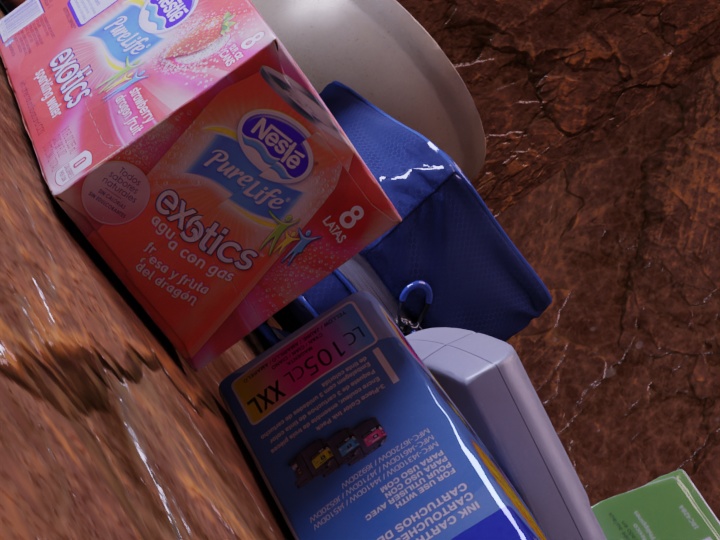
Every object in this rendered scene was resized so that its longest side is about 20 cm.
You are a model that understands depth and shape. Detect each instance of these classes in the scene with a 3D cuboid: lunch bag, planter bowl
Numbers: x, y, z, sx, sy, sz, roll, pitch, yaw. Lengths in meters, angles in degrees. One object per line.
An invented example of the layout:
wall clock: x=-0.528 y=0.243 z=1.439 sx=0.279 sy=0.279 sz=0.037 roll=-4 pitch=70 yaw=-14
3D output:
lunch bag: x=0.000 y=0.000 z=1.113 sx=0.136 sy=0.132 sz=0.200 roll=52 pitch=-6 yaw=-29
planter bowl: x=-0.039 y=-0.088 z=1.274 sx=0.200 sy=0.135 sz=0.200 roll=39 pitch=-20 yaw=17

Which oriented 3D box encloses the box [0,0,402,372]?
box: x=-0.072 y=-0.062 z=0.807 sx=0.095 sy=0.102 sz=0.200 roll=54 pitch=1 yaw=-30

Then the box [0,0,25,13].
box: x=-0.108 y=-0.105 z=1.017 sx=0.200 sy=0.082 sz=0.049 roll=54 pitch=2 yaw=-12

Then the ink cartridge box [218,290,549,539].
ink cartridge box: x=0.037 y=0.119 z=0.742 sx=0.137 sy=0.076 sz=0.200 roll=54 pitch=3 yaw=-38

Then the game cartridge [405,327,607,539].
game cartridge: x=0.047 y=0.093 z=0.950 sx=0.134 sy=0.041 sz=0.200 roll=67 pitch=-19 yaw=-1

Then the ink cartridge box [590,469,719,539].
ink cartridge box: x=0.139 y=0.196 z=0.968 sx=0.104 sy=0.059 sz=0.200 roll=57 pitch=-23 yaw=30
